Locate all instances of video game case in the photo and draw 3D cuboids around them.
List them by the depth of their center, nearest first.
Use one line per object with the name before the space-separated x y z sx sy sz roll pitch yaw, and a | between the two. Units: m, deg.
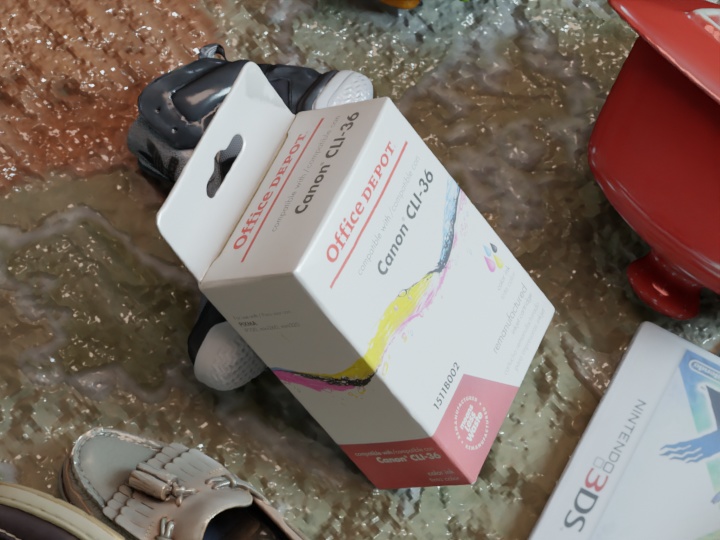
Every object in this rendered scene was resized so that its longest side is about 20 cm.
video game case | 0.194 0.139 1.415 0.200 0.022 0.182 27 58 6

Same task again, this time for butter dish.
butter dish | 0.194 -0.039 1.460 0.199 0.148 0.200 41 18 14

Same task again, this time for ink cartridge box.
ink cartridge box | 0.000 0.000 1.367 0.200 0.067 0.117 49 52 -31

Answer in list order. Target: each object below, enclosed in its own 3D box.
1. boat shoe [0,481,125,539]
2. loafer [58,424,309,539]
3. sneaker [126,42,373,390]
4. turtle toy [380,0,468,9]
boat shoe | -0.107 0.169 1.310 0.200 0.072 0.065 32 72 11
loafer | -0.057 0.133 1.346 0.200 0.063 0.072 37 60 12
sneaker | -0.073 -0.032 1.442 0.114 0.076 0.200 19 56 7
turtle toy | 0.043 -0.225 1.559 0.146 0.101 0.200 -14 58 8
